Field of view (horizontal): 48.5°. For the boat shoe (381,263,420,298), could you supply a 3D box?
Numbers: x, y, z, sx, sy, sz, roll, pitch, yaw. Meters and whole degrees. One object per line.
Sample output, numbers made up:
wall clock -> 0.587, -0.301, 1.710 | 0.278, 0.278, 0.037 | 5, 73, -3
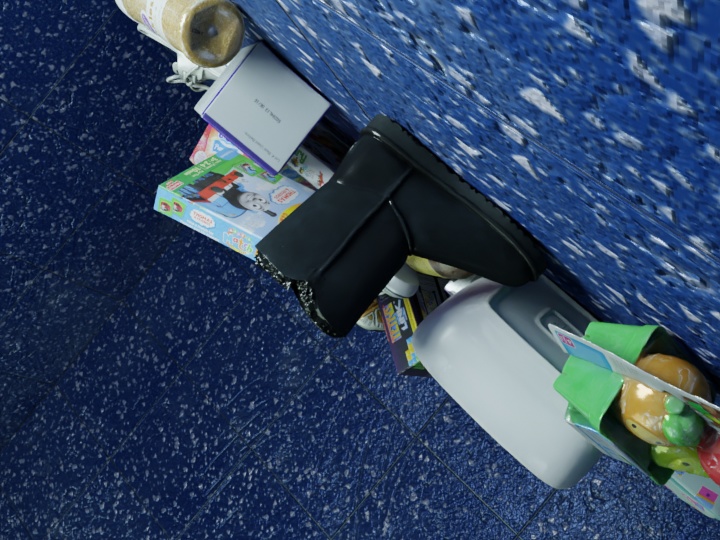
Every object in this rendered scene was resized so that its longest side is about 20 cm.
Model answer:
boat shoe -> -0.004, -0.001, 1.009 | 0.074, 0.086, 0.202 | 13, -159, -42

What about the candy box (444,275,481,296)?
candy box -> 0.211, 0.073, 0.952 | 0.200, 0.072, 0.168 | 42, -177, 23

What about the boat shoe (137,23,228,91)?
boat shoe -> -0.227, -0.283, 1.087 | 0.202, 0.086, 0.075 | 41, -179, 6

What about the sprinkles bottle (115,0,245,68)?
sprinkles bottle -> -0.186, -0.263, 0.801 | 0.068, 0.068, 0.200 | 39, -178, -44

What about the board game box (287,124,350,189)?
board game box -> -0.036, -0.137, 1.056 | 0.200, 0.035, 0.126 | 41, -157, 24

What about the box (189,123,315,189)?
box -> -0.135, -0.167, 1.160 | 0.100, 0.096, 0.200 | 45, -155, 17

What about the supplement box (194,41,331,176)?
supplement box -> -0.119, -0.187, 0.914 | 0.101, 0.104, 0.200 | 38, -179, -20

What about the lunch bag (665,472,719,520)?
lunch bag -> 0.403, 0.236, 1.010 | 0.160, 0.077, 0.200 | 39, -179, 13

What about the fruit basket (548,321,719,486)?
fruit basket -> 0.240, 0.120, 0.563 | 0.185, 0.094, 0.200 | 39, 178, -40

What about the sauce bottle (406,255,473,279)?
sauce bottle -> 0.099, -0.022, 0.878 | 0.065, 0.065, 0.200 | 40, 175, -14

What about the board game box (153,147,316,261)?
board game box -> -0.111, -0.066, 0.922 | 0.199, 0.037, 0.151 | 27, -148, 9

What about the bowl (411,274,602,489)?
bowl -> 0.165, 0.079, 0.737 | 0.200, 0.075, 0.200 | 43, -146, 16

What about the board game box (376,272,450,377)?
board game box -> 0.113, 0.061, 1.072 | 0.199, 0.057, 0.166 | 12, -126, -42

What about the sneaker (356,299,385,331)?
sneaker -> 0.038, 0.048, 1.120 | 0.200, 0.087, 0.076 | -24, -96, -53

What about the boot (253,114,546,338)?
boot -> 0.031, -0.006, 0.665 | 0.200, 0.168, 0.076 | 40, 175, -2
